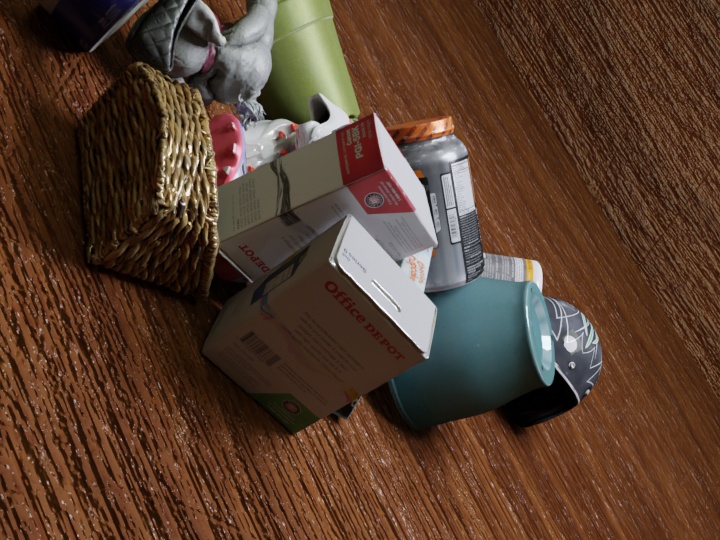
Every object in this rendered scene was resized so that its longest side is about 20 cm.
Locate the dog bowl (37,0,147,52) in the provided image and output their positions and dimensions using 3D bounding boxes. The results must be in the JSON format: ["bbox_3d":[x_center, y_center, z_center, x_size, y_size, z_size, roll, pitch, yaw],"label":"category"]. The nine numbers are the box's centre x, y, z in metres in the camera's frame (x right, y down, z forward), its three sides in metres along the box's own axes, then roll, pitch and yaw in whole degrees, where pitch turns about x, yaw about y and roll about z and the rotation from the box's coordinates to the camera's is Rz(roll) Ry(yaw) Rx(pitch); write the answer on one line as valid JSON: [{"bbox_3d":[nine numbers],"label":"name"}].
[{"bbox_3d":[-0.268,-0.346,0.965,0.079,0.199,0.201,46,27,-20],"label":"dog bowl"}]

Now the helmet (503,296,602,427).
[{"bbox_3d":[0.292,0.137,1.356,0.199,0.190,0.202,40,29,-28],"label":"helmet"}]

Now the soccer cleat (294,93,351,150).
[{"bbox_3d":[-0.058,-0.146,1.103,0.085,0.068,0.202,45,43,-36],"label":"soccer cleat"}]

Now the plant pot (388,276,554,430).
[{"bbox_3d":[0.150,0.095,1.104,0.200,0.185,0.204,-12,90,-67],"label":"plant pot"}]

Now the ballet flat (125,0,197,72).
[{"bbox_3d":[-0.180,-0.295,0.915,0.056,0.066,0.202,32,72,-3],"label":"ballet flat"}]

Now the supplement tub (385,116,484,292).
[{"bbox_3d":[0.083,-0.083,1.053,0.122,0.121,0.203,-34,116,-64],"label":"supplement tub"}]

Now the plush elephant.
[{"bbox_3d":[-0.196,-0.274,1.043,0.154,0.164,0.202,27,34,-37],"label":"plush elephant"}]

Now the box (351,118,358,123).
[{"bbox_3d":[-0.011,-0.181,1.386,0.202,0.040,0.136,60,25,9],"label":"box"}]

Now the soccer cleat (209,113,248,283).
[{"bbox_3d":[-0.154,-0.083,0.985,0.076,0.066,0.203,47,35,-65],"label":"soccer cleat"}]

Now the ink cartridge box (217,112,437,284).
[{"bbox_3d":[-0.038,-0.058,0.901,0.147,0.197,0.084,49,25,-50],"label":"ink cartridge box"}]

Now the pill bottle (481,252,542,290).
[{"bbox_3d":[0.163,0.029,1.256,0.196,0.118,0.117,9,33,3],"label":"pill bottle"}]

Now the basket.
[{"bbox_3d":[-0.190,-0.097,0.873,0.148,0.142,0.202,24,40,-45],"label":"basket"}]

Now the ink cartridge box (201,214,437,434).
[{"bbox_3d":[-0.041,0.060,0.869,0.145,0.199,0.088,44,35,-19],"label":"ink cartridge box"}]

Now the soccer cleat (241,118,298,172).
[{"bbox_3d":[-0.160,-0.155,1.092,0.199,0.077,0.070,-26,117,-47],"label":"soccer cleat"}]

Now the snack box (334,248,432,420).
[{"bbox_3d":[0.021,0.064,0.982,0.037,0.201,0.117,26,31,-5],"label":"snack box"}]

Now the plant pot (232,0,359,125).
[{"bbox_3d":[-0.092,-0.289,1.240,0.192,0.198,0.200,62,25,-9],"label":"plant pot"}]
